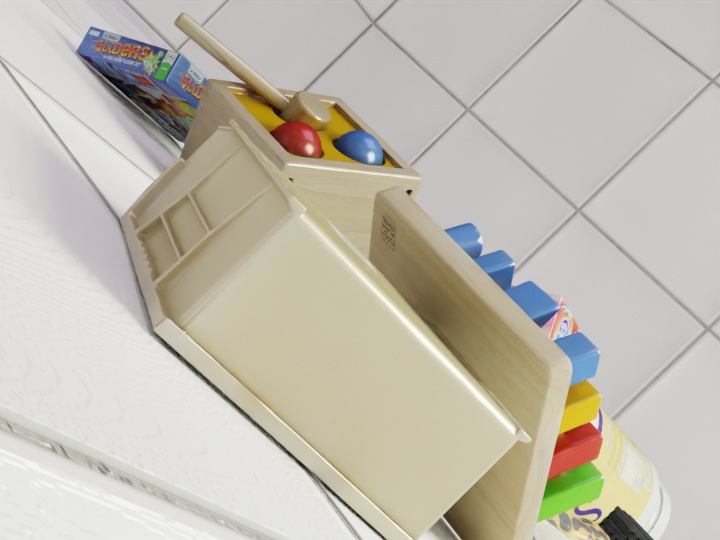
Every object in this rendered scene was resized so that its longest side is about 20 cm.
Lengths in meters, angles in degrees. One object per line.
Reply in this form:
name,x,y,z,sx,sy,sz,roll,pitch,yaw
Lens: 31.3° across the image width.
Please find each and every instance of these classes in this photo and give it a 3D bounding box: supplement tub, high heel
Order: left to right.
high heel,0.129,0.185,1.014,0.143,0.071,0.200,53,12,7
supplement tub,0.267,0.246,1.544,0.200,0.145,0.145,45,3,-27

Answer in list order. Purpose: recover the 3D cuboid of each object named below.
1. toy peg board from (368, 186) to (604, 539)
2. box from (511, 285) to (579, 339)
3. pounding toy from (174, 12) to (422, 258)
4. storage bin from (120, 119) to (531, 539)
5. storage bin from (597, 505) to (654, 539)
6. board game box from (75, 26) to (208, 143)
toy peg board,0.092,0.067,0.879,0.200,0.097,0.200,48,-36,41
box,0.119,0.068,1.371,0.199,0.103,0.095,12,-19,27
pounding toy,-0.073,-0.118,1.182,0.184,0.143,0.200,3,33,-38
storage bin,-0.027,0.029,0.731,0.200,0.094,0.199,45,2,-25
storage bin,0.263,0.310,1.086,0.200,0.094,0.135,46,3,-24
board game box,-0.194,-0.182,1.378,0.135,0.035,0.200,21,-12,32
